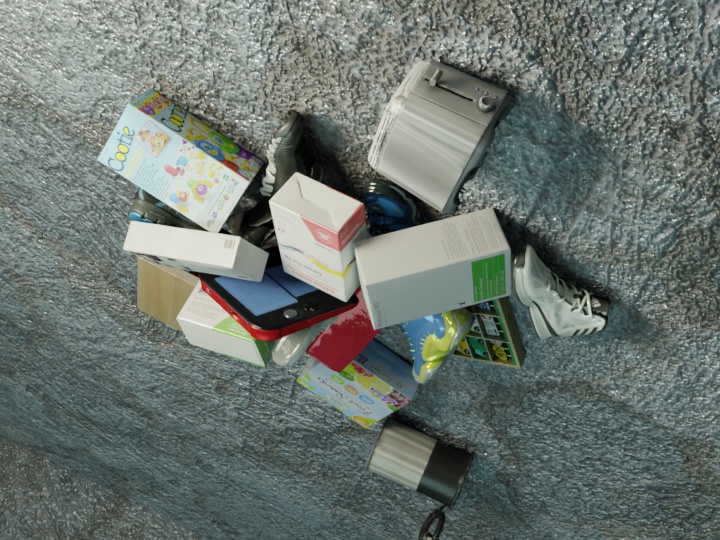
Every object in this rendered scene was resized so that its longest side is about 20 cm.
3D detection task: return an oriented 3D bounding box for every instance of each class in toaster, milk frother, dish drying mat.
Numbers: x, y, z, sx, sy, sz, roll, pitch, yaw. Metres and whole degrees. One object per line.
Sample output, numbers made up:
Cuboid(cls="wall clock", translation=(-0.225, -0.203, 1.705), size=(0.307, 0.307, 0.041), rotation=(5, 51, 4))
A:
Cuboid(cls="toaster", translation=(0.092, -0.160, 1.167), size=(0.129, 0.114, 0.200), rotation=(30, 150, 4))
Cuboid(cls="milk frother", translation=(0.098, 0.424, 1.893), size=(0.188, 0.200, 0.181), rotation=(22, 151, 10))
Cuboid(cls="dish drying mat", translation=(-0.012, 0.095, 1.620), size=(0.077, 0.018, 0.200), rotation=(35, 124, -7))

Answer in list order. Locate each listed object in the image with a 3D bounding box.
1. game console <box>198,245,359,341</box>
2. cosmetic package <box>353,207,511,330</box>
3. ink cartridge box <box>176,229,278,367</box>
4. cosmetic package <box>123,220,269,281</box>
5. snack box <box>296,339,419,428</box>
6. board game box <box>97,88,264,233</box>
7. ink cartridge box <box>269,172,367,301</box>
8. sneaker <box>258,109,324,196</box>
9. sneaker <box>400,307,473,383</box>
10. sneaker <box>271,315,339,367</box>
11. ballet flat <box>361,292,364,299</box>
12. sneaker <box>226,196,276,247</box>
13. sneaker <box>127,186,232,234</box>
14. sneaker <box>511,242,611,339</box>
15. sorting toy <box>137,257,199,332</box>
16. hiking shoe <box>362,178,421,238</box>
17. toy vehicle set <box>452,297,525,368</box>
Cuboid(cls="game console", translation=(-0.126, 0.027, 1.439), size=(0.200, 0.177, 0.031), rotation=(37, 138, 41))
Cuboid(cls="cosmetic package", translation=(0.098, -0.002, 1.316), size=(0.200, 0.085, 0.108), rotation=(-16, 141, -1))
Cuboid(cls="ink cartridge box", translation=(-0.181, 0.038, 1.564), size=(0.145, 0.200, 0.084), rotation=(15, 148, 20))
Cuboid(cls="cosmetic package", translation=(-0.242, -0.027, 1.412), size=(0.200, 0.051, 0.083), rotation=(9, 171, 28))
Cuboid(cls="snack box", translation=(-0.004, 0.199, 1.776), size=(0.169, 0.068, 0.200), rotation=(35, 148, -7))
Cuboid(cls="board game box", translation=(-0.259, -0.160, 1.404), size=(0.200, 0.103, 0.105), rotation=(33, 113, -8))
Cuboid(cls="ink cartridge box", translation=(-0.053, -0.033, 1.365), size=(0.116, 0.068, 0.200), rotation=(26, 150, 22))
Cuboid(cls="sneaker", translation=(-0.087, -0.153, 1.356), size=(0.090, 0.067, 0.200), rotation=(25, 151, 0))
Cuboid(cls="sneaker", translation=(0.104, 0.098, 1.515), size=(0.105, 0.076, 0.200), rotation=(38, 142, 8))
Cuboid(cls="sneaker", translation=(-0.072, 0.074, 1.536), size=(0.070, 0.200, 0.080), rotation=(7, 148, 37))
Cuboid(cls="ballet flat", translation=(0.000, 0.000, 1.492), size=(0.200, 0.072, 0.068), rotation=(33, 147, -7))
Cuboid(cls="sneaker", translation=(-0.150, -0.077, 1.492), size=(0.060, 0.104, 0.200), rotation=(49, -178, -17))
Cuboid(cls="sneaker", translation=(-0.261, -0.084, 1.499), size=(0.073, 0.082, 0.200), rotation=(2, 161, 46))
Cuboid(cls="sneaker", translation=(0.284, 0.026, 1.331), size=(0.115, 0.076, 0.201), rotation=(-3, 145, 27))
Cuboid(cls="sorting toy", translation=(-0.311, 0.044, 1.792), size=(0.199, 0.070, 0.200), rotation=(27, 148, 3))
Cuboid(cls="hiking shoe", translation=(0.047, -0.044, 1.381), size=(0.074, 0.087, 0.200), rotation=(7, 142, 30))
Cuboid(cls="toy vehicle set", translation=(0.178, 0.075, 1.504), size=(0.124, 0.027, 0.200), rotation=(7, 142, 30))
